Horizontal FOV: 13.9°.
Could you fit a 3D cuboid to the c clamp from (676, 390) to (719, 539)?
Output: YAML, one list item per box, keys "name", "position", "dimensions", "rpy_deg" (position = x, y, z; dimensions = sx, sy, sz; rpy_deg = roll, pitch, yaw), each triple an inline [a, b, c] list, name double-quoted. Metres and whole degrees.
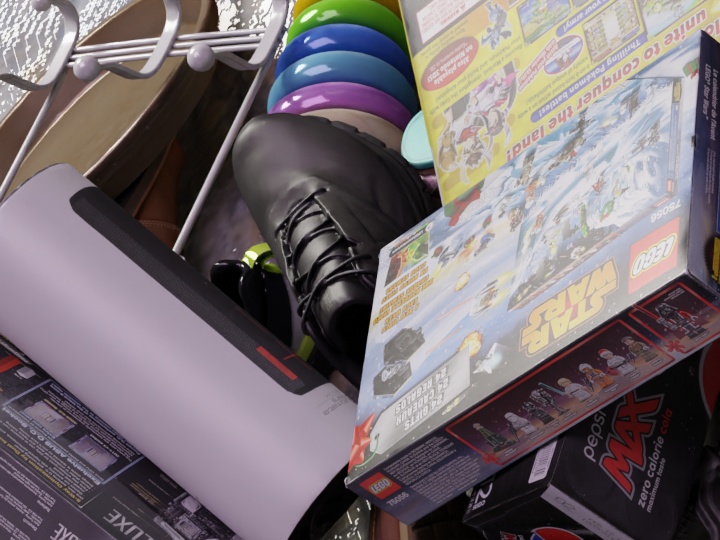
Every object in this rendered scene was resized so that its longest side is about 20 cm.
- name: "c clamp"
  position: [0.115, 0.141, 1.223]
  dimensions: [0.200, 0.027, 0.171]
  rpy_deg: [-54, 16, 2]

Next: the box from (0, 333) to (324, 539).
- name: "box"
  position: [-0.125, 0.095, 1.328]
  dimensions: [0.200, 0.158, 0.050]
  rpy_deg: [37, 107, 7]

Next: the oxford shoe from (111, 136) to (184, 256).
- name: "oxford shoe"
  position: [-0.118, 0.002, 1.530]
  dimensions: [0.071, 0.071, 0.200]
  rpy_deg: [-35, 27, 36]

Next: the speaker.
- name: "speaker"
  position: [-0.083, 0.043, 1.322]
  dimensions: [0.200, 0.081, 0.081]
  rpy_deg: [40, 93, 14]

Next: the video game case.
- name: "video game case"
  position: [0.099, -0.128, 1.306]
  dimensions: [0.200, 0.025, 0.181]
  rpy_deg: [-36, 51, 35]

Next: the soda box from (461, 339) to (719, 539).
- name: "soda box"
  position: [0.113, 0.034, 1.255]
  dimensions: [0.063, 0.071, 0.200]
  rpy_deg: [-30, 33, 51]

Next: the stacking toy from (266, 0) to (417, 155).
- name: "stacking toy"
  position: [-0.009, -0.116, 1.499]
  dimensions: [0.085, 0.085, 0.200]
  rpy_deg: [-24, 44, 29]

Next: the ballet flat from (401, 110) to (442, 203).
- name: "ballet flat"
  position: [0.107, -0.073, 1.363]
  dimensions: [0.200, 0.071, 0.069]
  rpy_deg: [-24, 45, 40]

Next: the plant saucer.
- name: "plant saucer"
  position: [-0.146, -0.077, 1.585]
  dimensions: [0.200, 0.029, 0.200]
  rpy_deg: [-38, 22, 18]

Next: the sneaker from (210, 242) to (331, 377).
- name: "sneaker"
  position: [-0.094, 0.073, 1.439]
  dimensions: [0.072, 0.083, 0.200]
  rpy_deg: [29, 84, 48]

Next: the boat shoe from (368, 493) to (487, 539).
- name: "boat shoe"
  position: [0.021, 0.169, 1.280]
  dimensions: [0.068, 0.072, 0.200]
  rpy_deg: [-24, 52, 26]

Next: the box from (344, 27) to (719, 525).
- name: "box"
  position: [0.079, 0.005, 1.213]
  dimensions: [0.200, 0.040, 0.137]
  rpy_deg: [-34, 32, 38]

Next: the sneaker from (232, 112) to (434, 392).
- name: "sneaker"
  position: [0.000, 0.000, 1.353]
  dimensions: [0.076, 0.091, 0.200]
  rpy_deg: [-50, 64, 21]

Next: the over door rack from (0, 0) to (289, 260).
- name: "over door rack"
  position: [-0.126, -0.062, 1.443]
  dimensions: [0.148, 0.067, 0.200]
  rpy_deg: [-3, 59, 33]
